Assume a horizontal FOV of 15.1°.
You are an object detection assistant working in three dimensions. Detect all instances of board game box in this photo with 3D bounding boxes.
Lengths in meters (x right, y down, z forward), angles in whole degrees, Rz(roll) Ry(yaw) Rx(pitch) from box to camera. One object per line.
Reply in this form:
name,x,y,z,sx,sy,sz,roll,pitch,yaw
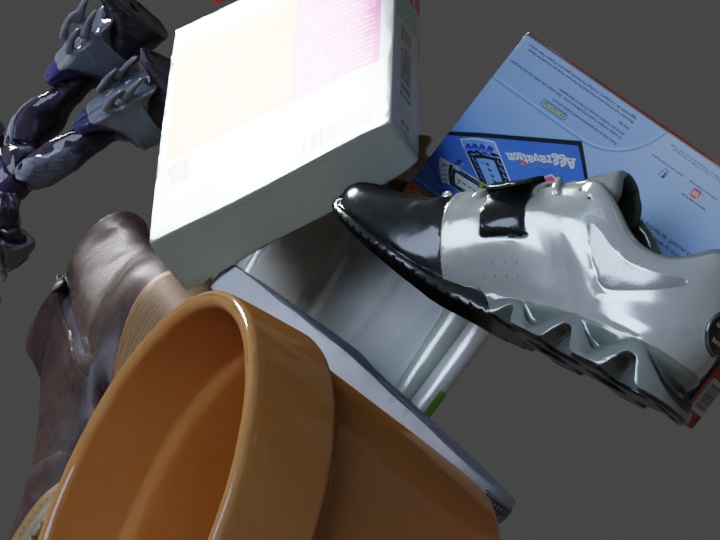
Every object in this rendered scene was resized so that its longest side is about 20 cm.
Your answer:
board game box,0.113,-0.022,1.244,0.103,0.019,0.200,-51,51,1

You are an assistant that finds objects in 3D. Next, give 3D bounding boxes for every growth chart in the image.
growth chart,0.000,0.000,1.336,0.145,0.018,0.200,-49,45,4

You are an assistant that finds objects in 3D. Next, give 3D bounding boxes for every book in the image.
book,-0.033,-0.085,1.343,0.134,0.048,0.200,-27,27,18

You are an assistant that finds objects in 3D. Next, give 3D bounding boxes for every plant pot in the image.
plant pot,-0.037,0.126,1.113,0.200,0.140,0.200,-48,28,36

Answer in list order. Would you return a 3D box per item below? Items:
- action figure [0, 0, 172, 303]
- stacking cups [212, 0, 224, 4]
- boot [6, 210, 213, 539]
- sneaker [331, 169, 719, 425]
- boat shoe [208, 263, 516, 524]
action figure,-0.183,-0.065,1.489,0.200,0.069,0.130,-41,51,17
stacking cups,-0.042,-0.241,1.482,0.060,0.061,0.200,27,83,45
boot,-0.139,0.077,1.387,0.200,0.072,0.166,-57,30,5
sneaker,0.081,-0.010,1.204,0.200,0.074,0.089,26,84,29
boat shoe,-0.016,0.073,1.253,0.070,0.071,0.200,-50,58,2
